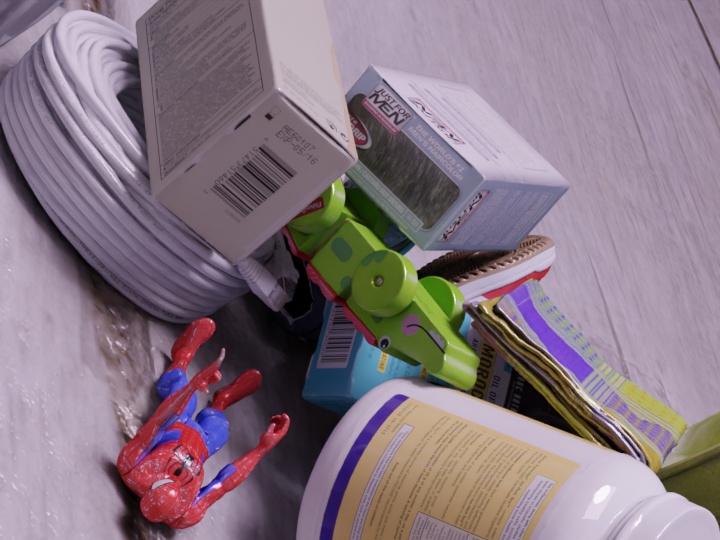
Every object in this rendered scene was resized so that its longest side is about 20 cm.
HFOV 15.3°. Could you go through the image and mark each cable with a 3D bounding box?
[{"bbox_3d":[-0.132,-0.063,1.615,0.200,0.069,0.200,39,21,-30],"label":"cable"}]

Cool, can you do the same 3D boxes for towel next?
[{"bbox_3d":[0.131,0.062,1.580,0.144,0.023,0.200,44,11,8],"label":"towel"}]

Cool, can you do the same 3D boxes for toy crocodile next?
[{"bbox_3d":[0.000,0.000,1.543,0.200,0.062,0.067,50,14,32],"label":"toy crocodile"}]

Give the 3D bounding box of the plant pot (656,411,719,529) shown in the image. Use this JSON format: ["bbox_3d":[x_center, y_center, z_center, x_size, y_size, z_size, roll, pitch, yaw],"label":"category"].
[{"bbox_3d":[0.277,0.175,1.643,0.194,0.200,0.200,64,19,2],"label":"plant pot"}]

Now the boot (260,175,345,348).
[{"bbox_3d":[-0.045,-0.034,1.750,0.090,0.073,0.201,33,26,-56],"label":"boot"}]

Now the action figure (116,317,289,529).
[{"bbox_3d":[-0.076,0.073,1.455,0.065,0.099,0.200,46,22,-11],"label":"action figure"}]

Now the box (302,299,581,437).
[{"bbox_3d":[0.062,0.072,1.646,0.199,0.049,0.083,24,74,-34],"label":"box"}]

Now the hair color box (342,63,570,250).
[{"bbox_3d":[0.052,-0.066,1.637,0.099,0.061,0.200,45,13,13],"label":"hair color box"}]

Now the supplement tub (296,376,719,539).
[{"bbox_3d":[0.081,0.154,1.463,0.199,0.146,0.145,20,2,31],"label":"supplement tub"}]

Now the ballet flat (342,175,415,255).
[{"bbox_3d":[0.026,-0.051,1.757,0.074,0.074,0.200,51,13,0],"label":"ballet flat"}]

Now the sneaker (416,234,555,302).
[{"bbox_3d":[0.063,0.058,1.723,0.200,0.071,0.113,-31,110,-37],"label":"sneaker"}]

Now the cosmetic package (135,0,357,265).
[{"bbox_3d":[-0.070,-0.106,1.570,0.073,0.103,0.200,40,22,-28],"label":"cosmetic package"}]

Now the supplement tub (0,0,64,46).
[{"bbox_3d":[-0.244,-0.241,1.600,0.200,0.122,0.123,50,19,-2],"label":"supplement tub"}]
